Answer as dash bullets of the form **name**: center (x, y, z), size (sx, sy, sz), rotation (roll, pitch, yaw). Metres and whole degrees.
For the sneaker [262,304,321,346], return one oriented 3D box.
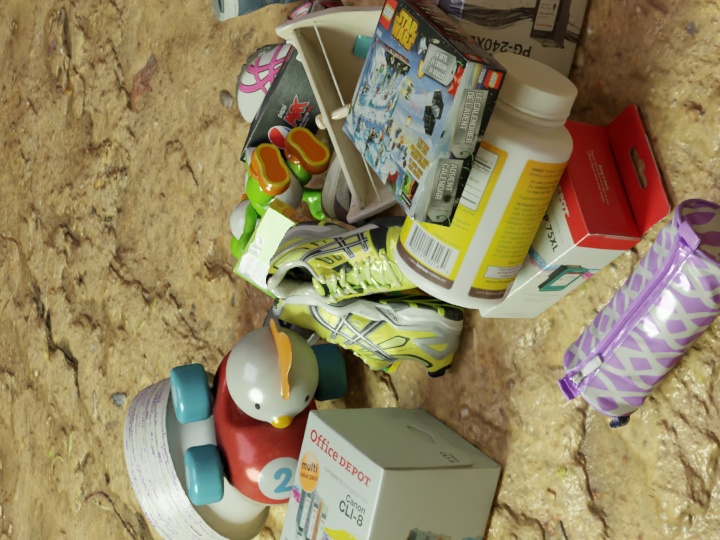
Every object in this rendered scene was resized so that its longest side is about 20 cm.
- **sneaker**: center (-0.062, 0.027, 1.763), size (0.200, 0.079, 0.075), rotation (-44, 55, 47)

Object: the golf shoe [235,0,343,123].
- **golf shoe**: center (-0.077, -0.214, 1.808), size (0.200, 0.072, 0.093), rotation (-43, 55, 45)

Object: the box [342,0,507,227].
- **box**: center (0.049, -0.140, 1.351), size (0.200, 0.040, 0.138), rotation (-123, 47, -58)

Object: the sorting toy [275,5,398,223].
- **sorting toy**: center (0.043, -0.174, 1.567), size (0.179, 0.107, 0.202), rotation (-19, 95, 19)

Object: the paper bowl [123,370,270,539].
- **paper bowl**: center (-0.164, 0.207, 1.802), size (0.104, 0.200, 0.203), rotation (-21, 67, 25)

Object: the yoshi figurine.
- **yoshi figurine**: center (-0.088, -0.054, 1.748), size (0.200, 0.111, 0.113), rotation (118, 168, -54)

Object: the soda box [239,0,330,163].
- **soda box**: center (-0.063, -0.188, 1.727), size (0.200, 0.063, 0.071), rotation (124, 165, -47)

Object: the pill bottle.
- **pill bottle**: center (0.110, -0.077, 1.372), size (0.109, 0.108, 0.201), rotation (49, 125, 45)

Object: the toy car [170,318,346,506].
- **toy car**: center (-0.089, 0.132, 1.647), size (0.200, 0.182, 0.179), rotation (111, 149, -65)

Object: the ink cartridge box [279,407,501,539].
- **ink cartridge box**: center (0.021, 0.249, 1.565), size (0.145, 0.144, 0.202), rotation (31, 112, 53)

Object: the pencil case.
- **pencil case**: center (0.237, 0.033, 1.318), size (0.201, 0.085, 0.084), rotation (-58, 46, 34)

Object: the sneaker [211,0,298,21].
- **sneaker**: center (-0.094, -0.371, 1.765), size (0.203, 0.145, 0.077), rotation (93, 161, -52)

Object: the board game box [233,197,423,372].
- **board game box**: center (-0.027, 0.018, 1.665), size (0.199, 0.030, 0.096), rotation (35, 125, 3)

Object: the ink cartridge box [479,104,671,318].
- **ink cartridge box**: center (0.174, -0.052, 1.432), size (0.200, 0.067, 0.117), rotation (-42, 54, 45)

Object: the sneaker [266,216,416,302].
- **sneaker**: center (0.000, 0.000, 1.525), size (0.198, 0.077, 0.076), rotation (-5, 128, 36)

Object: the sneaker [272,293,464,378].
- **sneaker**: center (0.002, 0.059, 1.605), size (0.198, 0.075, 0.077), rotation (9, 100, 22)

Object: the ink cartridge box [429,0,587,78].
- **ink cartridge box**: center (0.126, -0.242, 1.449), size (0.083, 0.144, 0.202), rotation (29, 111, 51)

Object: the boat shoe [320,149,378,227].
- **boat shoe**: center (0.017, -0.140, 1.677), size (0.066, 0.072, 0.203), rotation (25, 107, 30)
